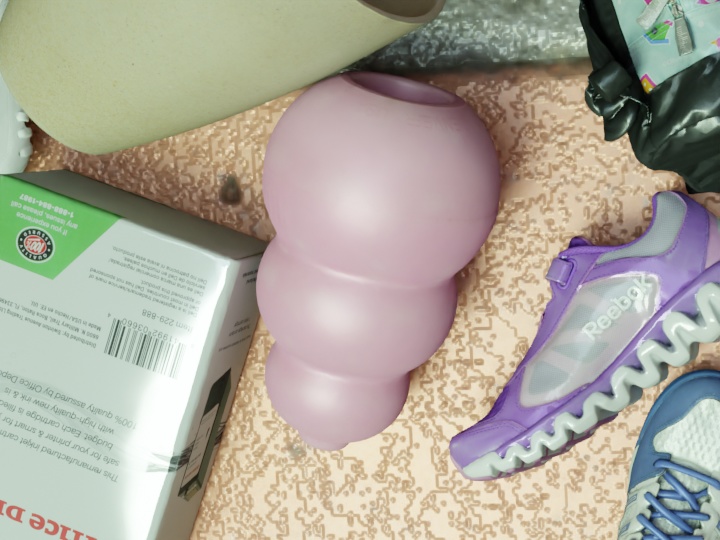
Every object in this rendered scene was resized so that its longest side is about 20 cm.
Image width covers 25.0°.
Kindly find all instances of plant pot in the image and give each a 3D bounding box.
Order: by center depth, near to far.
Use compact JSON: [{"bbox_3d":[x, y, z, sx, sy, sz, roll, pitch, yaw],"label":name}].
[{"bbox_3d":[-0.091,-0.152,0.841,0.200,0.187,0.187,-33,88,29],"label":"plant pot"}]

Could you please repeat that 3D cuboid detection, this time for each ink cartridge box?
[{"bbox_3d":[-0.149,0.060,0.912,0.146,0.084,0.200,20,100,11],"label":"ink cartridge box"}]

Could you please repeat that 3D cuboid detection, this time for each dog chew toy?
[{"bbox_3d":[0.000,0.000,0.855,0.124,0.125,0.200,17,108,11],"label":"dog chew toy"}]

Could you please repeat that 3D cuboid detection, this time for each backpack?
[{"bbox_3d":[0.167,-0.148,0.783,0.127,0.167,0.200,-16,77,19],"label":"backpack"}]

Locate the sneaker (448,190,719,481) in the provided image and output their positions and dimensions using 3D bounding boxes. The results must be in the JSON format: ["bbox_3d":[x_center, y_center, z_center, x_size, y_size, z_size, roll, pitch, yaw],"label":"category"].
[{"bbox_3d":[0.121,0.032,0.852,0.200,0.080,0.088,-39,79,10],"label":"sneaker"}]

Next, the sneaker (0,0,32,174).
[{"bbox_3d":[-0.222,-0.097,0.927,0.080,0.076,0.200,16,92,-18],"label":"sneaker"}]

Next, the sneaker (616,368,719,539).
[{"bbox_3d":[0.163,0.151,0.844,0.075,0.088,0.200,16,98,13],"label":"sneaker"}]
